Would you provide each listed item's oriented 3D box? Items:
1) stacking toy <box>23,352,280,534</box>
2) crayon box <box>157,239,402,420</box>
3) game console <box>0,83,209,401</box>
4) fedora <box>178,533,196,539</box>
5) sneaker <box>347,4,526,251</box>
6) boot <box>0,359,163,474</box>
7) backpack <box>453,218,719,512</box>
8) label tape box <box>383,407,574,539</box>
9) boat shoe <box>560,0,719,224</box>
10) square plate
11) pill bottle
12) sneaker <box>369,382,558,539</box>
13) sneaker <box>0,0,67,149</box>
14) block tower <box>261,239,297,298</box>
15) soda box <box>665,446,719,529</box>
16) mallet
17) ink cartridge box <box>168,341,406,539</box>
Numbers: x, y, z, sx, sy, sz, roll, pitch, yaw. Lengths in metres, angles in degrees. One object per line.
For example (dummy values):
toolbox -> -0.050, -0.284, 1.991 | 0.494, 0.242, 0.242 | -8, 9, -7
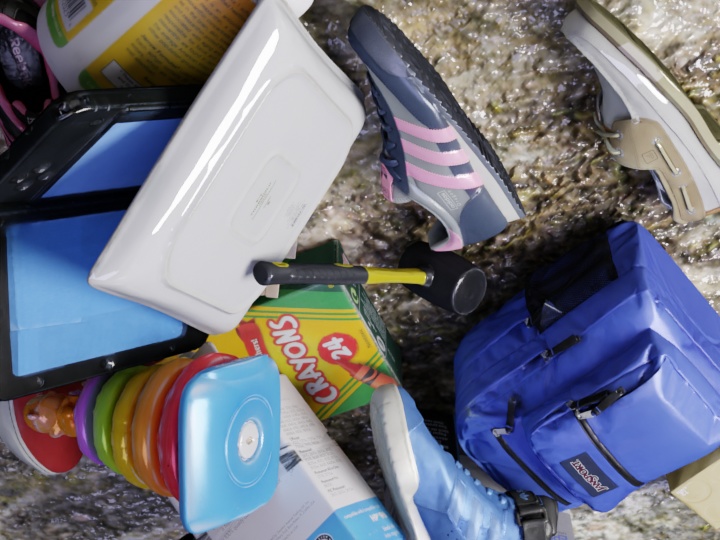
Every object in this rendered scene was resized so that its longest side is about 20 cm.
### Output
stacking toy -> -0.159, 0.107, 0.924 | 0.198, 0.116, 0.111 | 4, 98, 29
crayon box -> -0.080, 0.069, 1.035 | 0.198, 0.051, 0.128 | -21, 124, 14
game console -> -0.135, -0.023, 0.819 | 0.175, 0.199, 0.117 | -35, 77, 36
fedora -> -0.058, 0.213, 1.094 | 0.197, 0.177, 0.092 | 5, 97, 4
sneaker -> 0.036, -0.089, 0.909 | 0.082, 0.070, 0.200 | -31, 120, 15
boot -> -0.209, 0.089, 1.007 | 0.142, 0.073, 0.202 | 9, 130, 18
backpack -> 0.165, 0.088, 0.984 | 0.199, 0.169, 0.163 | -32, 114, 25
label tape box -> 0.094, 0.208, 1.044 | 0.142, 0.201, 0.064 | 11, 126, -9
boat shoe -> 0.196, -0.102, 0.900 | 0.068, 0.075, 0.200 | -40, 118, 18
square plate -> -0.069, -0.053, 0.833 | 0.028, 0.198, 0.201 | 32, 89, 21
pill bottle -> -0.097, -0.181, 0.814 | 0.199, 0.112, 0.111 | -35, 119, 22
sneaker -> 0.083, 0.167, 0.962 | 0.110, 0.077, 0.202 | -19, 87, -8
sneaker -> -0.205, -0.088, 0.862 | 0.078, 0.095, 0.202 | -23, 108, -4
block tower -> -0.145, -0.026, 0.963 | 0.197, 0.054, 0.058 | 5, 127, -4
soda box -> 0.343, 0.124, 1.073 | 0.068, 0.064, 0.200 | 37, 117, -25
mallet -> 0.000, 0.000, 0.931 | 0.198, 0.066, 0.042 | 5, 107, -38
ink cartridge box -> -0.073, 0.161, 0.985 | 0.116, 0.201, 0.068 | -47, 159, 22
